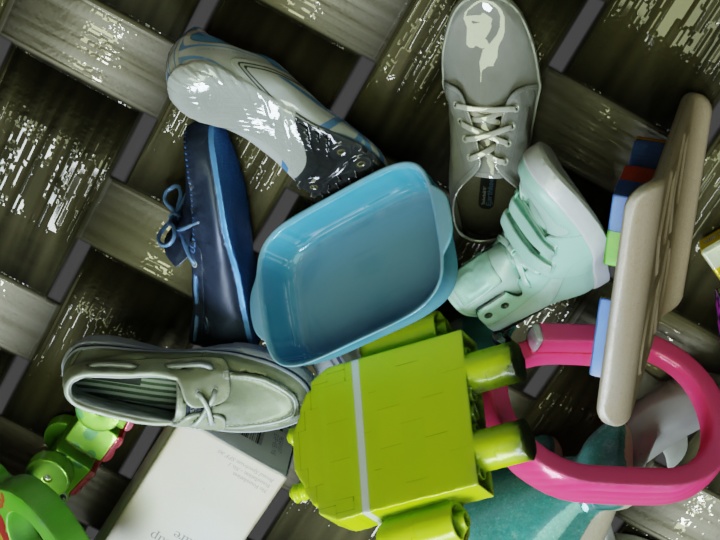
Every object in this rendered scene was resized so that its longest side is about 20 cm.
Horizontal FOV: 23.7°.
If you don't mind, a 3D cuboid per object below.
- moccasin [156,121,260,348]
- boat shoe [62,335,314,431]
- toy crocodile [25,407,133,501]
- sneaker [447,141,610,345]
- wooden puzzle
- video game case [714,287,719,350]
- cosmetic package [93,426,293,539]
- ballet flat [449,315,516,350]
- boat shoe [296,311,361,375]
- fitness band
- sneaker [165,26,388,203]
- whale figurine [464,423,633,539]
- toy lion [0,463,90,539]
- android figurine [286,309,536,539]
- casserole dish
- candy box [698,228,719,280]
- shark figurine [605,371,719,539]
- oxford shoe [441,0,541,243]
[{"bbox_3d":[-0.122,-0.018,1.323,0.067,0.081,0.202,-1,116,11],"label":"moccasin"},{"bbox_3d":[-0.132,0.096,1.318,0.198,0.062,0.073,5,115,-4],"label":"boat shoe"},{"bbox_3d":[-0.221,0.134,1.415,0.062,0.068,0.200,35,114,-11],"label":"toy crocodile"},{"bbox_3d":[0.113,-0.011,1.232,0.118,0.074,0.201,-29,153,1],"label":"sneaker"},{"bbox_3d":[0.201,-0.014,1.233,0.046,0.200,0.187,12,118,18],"label":"wooden puzzle"},{"bbox_3d":[0.371,0.093,1.319,0.179,0.036,0.202,-10,113,4],"label":"video game case"},{"bbox_3d":[-0.146,0.201,1.439,0.103,0.073,0.201,29,115,-8],"label":"cosmetic package"},{"bbox_3d":[0.049,0.093,1.324,0.070,0.067,0.201,34,80,-11],"label":"ballet flat"},{"bbox_3d":[0.020,0.101,1.374,0.062,0.072,0.201,-30,109,14],"label":"boat shoe"},{"bbox_3d":[0.186,0.108,1.293,0.198,0.145,0.038,4,141,-19],"label":"fitness band"},{"bbox_3d":[-0.056,-0.117,1.278,0.199,0.073,0.072,31,132,-25],"label":"sneaker"},{"bbox_3d":[0.138,0.192,1.356,0.103,0.160,0.200,20,136,-21],"label":"whale figurine"},{"bbox_3d":[-0.287,0.227,1.418,0.192,0.068,0.200,56,142,6],"label":"toy lion"},{"bbox_3d":[0.031,0.120,1.260,0.199,0.184,0.041,-20,149,23],"label":"android figurine"},{"bbox_3d":[0.000,0.000,1.282,0.199,0.122,0.039,-27,151,34],"label":"casserole dish"},{"bbox_3d":[0.357,0.031,1.328,0.102,0.026,0.200,-31,110,19],"label":"candy box"},{"bbox_3d":[0.220,0.163,1.376,0.127,0.090,0.216,24,115,-5],"label":"shark figurine"},{"bbox_3d":[0.096,-0.108,1.269,0.074,0.058,0.202,2,115,6],"label":"oxford shoe"}]
